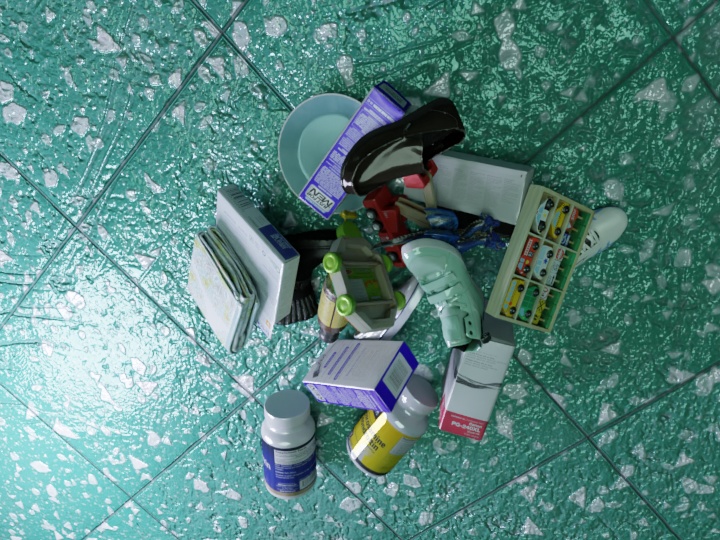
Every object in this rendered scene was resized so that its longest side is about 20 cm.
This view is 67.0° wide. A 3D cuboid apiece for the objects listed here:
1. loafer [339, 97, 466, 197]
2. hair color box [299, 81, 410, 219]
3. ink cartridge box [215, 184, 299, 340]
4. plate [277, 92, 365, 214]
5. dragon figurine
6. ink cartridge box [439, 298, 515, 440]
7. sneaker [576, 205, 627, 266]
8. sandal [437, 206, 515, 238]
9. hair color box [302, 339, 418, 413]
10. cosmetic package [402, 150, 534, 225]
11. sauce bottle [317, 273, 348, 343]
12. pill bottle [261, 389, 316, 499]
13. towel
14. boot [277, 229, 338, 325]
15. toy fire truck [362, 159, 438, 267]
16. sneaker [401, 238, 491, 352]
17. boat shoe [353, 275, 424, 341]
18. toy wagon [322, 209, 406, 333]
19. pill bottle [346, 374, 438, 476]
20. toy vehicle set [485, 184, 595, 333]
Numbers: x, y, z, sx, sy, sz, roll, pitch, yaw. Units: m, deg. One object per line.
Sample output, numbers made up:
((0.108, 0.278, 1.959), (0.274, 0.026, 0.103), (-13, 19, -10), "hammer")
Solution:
((0.061, -0.164, 0.748), (0.198, 0.072, 0.073), (-35, 143, -2), "loafer")
((-0.007, -0.187, 0.844), (0.064, 0.110, 0.201), (38, 115, -6), "hair color box")
((-0.188, -0.013, 0.953), (0.196, 0.043, 0.202), (45, 141, 24), "ink cartridge box")
((-0.044, -0.197, 0.930), (0.196, 0.026, 0.204), (4, 113, 9), "plate")
((0.117, -0.055, 0.826), (0.196, 0.060, 0.100), (11, 139, -9), "dragon figurine")
((0.205, 0.169, 0.967), (0.082, 0.146, 0.203), (15, 115, 5), "ink cartridge box")
((0.347, -0.034, 0.895), (0.198, 0.073, 0.072), (-33, 102, 20), "sneaker")
((0.203, -0.089, 0.910), (0.197, 0.057, 0.082), (3, 77, 28), "sandal")
((-0.003, 0.186, 0.987), (0.198, 0.110, 0.065), (-4, 129, 47), "hair color box")
((0.167, -0.140, 0.862), (0.197, 0.050, 0.084), (19, 119, 28), "cosmetic package")
((-0.047, 0.071, 0.981), (0.064, 0.065, 0.201), (22, 146, 1), "sauce bottle")
((-0.149, 0.360, 1.135), (0.113, 0.116, 0.204), (5, 113, 9), "pill bottle")
((-0.253, 0.040, 0.995), (0.172, 0.048, 0.201), (54, 143, 19), "towel")
((-0.097, 0.014, 0.993), (0.207, 0.079, 0.161), (-5, 106, 29), "boot")
((0.079, -0.093, 0.886), (0.139, 0.049, 0.202), (0, 130, 41), "toy fire truck")
((0.130, 0.043, 0.803), (0.073, 0.120, 0.200), (-24, 133, 31), "sneaker")
((0.046, 0.064, 1.001), (0.085, 0.075, 0.203), (34, 124, -2), "boat shoe")
((0.000, 0.000, 0.887), (0.039, 0.154, 0.203), (-28, 73, 33), "toy wagon")
((0.065, 0.301, 1.069), (0.111, 0.112, 0.201), (33, 115, -4), "pill bottle")
((0.275, -0.014, 0.830), (0.122, 0.026, 0.204), (14, 97, -29), "toy vehicle set")
